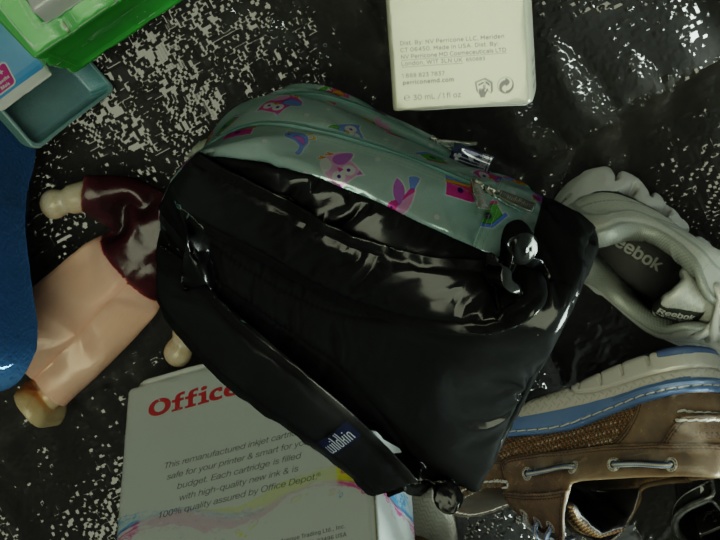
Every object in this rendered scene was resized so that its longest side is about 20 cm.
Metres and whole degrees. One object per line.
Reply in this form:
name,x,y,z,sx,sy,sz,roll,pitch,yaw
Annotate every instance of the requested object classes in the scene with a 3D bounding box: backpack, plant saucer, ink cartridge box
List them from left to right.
plant saucer,-0.223,-0.154,0.840,0.200,0.070,0.019,48,139,-4
ink cartridge box,-0.047,0.143,0.810,0.144,0.201,0.083,-15,134,12
backpack,0.000,0.000,0.756,0.198,0.127,0.168,26,120,6

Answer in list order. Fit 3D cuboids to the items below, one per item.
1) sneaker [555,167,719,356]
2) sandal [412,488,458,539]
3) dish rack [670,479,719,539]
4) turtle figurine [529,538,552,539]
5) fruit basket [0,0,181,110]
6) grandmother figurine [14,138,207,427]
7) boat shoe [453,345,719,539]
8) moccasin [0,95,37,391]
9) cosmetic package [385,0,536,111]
sneaker,0.186,0.020,0.803,0.198,0.081,0.076,26,104,0
sandal,0.039,0.203,0.834,0.054,0.202,0.082,-18,137,30
dish rack,0.271,0.105,0.793,0.199,0.055,0.153,-31,128,24
turtle figurine,0.090,0.206,0.797,0.160,0.064,0.202,-12,116,-35
fruit basket,-0.165,-0.214,0.796,0.184,0.094,0.201,-31,91,8
grandmother figurine,-0.128,-0.004,0.866,0.199,0.061,0.121,-39,112,12
boat shoe,0.108,0.104,0.803,0.200,0.072,0.073,-35,56,48
moccasin,-0.221,-0.029,0.836,0.068,0.080,0.202,-28,58,47
cosmetic package,0.047,-0.186,0.768,0.070,0.105,0.202,-2,105,7
